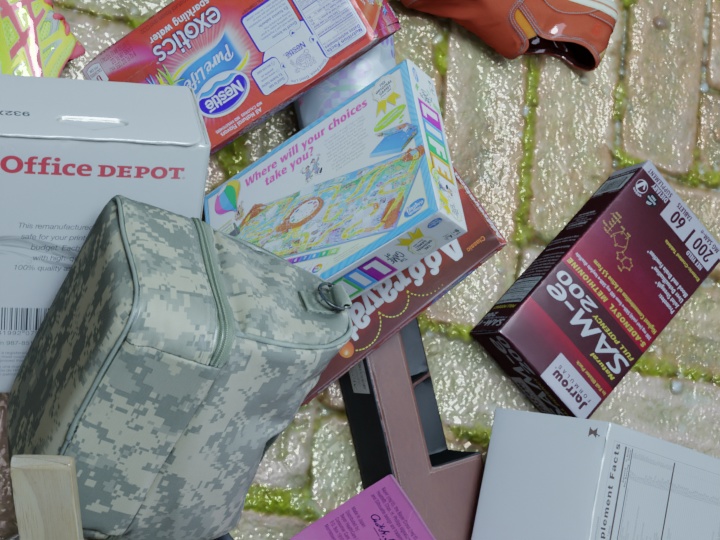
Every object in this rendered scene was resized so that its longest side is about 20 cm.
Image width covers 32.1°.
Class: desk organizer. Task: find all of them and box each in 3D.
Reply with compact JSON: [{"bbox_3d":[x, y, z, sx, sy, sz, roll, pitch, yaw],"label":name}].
[{"bbox_3d":[0.040,0.120,0.964,0.076,0.072,0.203,-13,89,-21],"label":"desk organizer"}]

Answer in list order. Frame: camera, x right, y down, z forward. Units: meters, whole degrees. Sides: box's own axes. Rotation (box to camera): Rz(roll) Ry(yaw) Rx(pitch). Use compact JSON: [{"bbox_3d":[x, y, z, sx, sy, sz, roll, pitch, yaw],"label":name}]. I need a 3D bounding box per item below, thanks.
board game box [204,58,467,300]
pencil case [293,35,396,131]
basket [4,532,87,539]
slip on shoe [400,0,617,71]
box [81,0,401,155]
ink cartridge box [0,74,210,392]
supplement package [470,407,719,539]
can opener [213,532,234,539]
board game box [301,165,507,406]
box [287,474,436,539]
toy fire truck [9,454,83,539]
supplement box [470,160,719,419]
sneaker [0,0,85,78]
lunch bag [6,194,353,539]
[{"bbox_3d":[-0.025,-0.040,0.875,0.034,0.199,0.136,30,40,-43],"label":"board game box"},{"bbox_3d":[-0.009,-0.098,0.963,0.090,0.083,0.203,-7,87,11],"label":"pencil case"},{"bbox_3d":[-0.221,0.292,0.813,0.199,0.161,0.200,-30,94,-20],"label":"basket"},{"bbox_3d":[0.121,-0.207,1.025,0.198,0.074,0.062,9,85,-23],"label":"slip on shoe"},{"bbox_3d":[-0.082,-0.157,0.887,0.199,0.096,0.100,-31,96,19],"label":"box"},{"bbox_3d":[-0.186,-0.022,0.838,0.143,0.084,0.202,1,125,-18],"label":"ink cartridge box"},{"bbox_3d":[0.193,0.181,0.953,0.199,0.109,0.115,22,76,-41],"label":"supplement package"},{"bbox_3d":[-0.091,0.219,0.875,0.200,0.064,0.078,40,62,19],"label":"can opener"},{"bbox_3d":[0.000,0.000,0.905,0.200,0.019,0.103,-40,79,20],"label":"board game box"},{"bbox_3d":[0.050,0.274,0.839,0.096,0.176,0.201,-30,127,-7],"label":"box"},{"bbox_3d":[-0.217,0.209,0.685,0.174,0.129,0.203,7,70,-18],"label":"toy fire truck"},{"bbox_3d":[0.197,0.018,1.033,0.109,0.061,0.200,46,74,-10],"label":"supplement box"},{"bbox_3d":[-0.244,-0.176,0.900,0.089,0.078,0.203,-3,92,-27],"label":"sneaker"},{"bbox_3d":[-0.114,0.074,0.789,0.166,0.140,0.201,18,119,-28],"label":"lunch bag"}]
